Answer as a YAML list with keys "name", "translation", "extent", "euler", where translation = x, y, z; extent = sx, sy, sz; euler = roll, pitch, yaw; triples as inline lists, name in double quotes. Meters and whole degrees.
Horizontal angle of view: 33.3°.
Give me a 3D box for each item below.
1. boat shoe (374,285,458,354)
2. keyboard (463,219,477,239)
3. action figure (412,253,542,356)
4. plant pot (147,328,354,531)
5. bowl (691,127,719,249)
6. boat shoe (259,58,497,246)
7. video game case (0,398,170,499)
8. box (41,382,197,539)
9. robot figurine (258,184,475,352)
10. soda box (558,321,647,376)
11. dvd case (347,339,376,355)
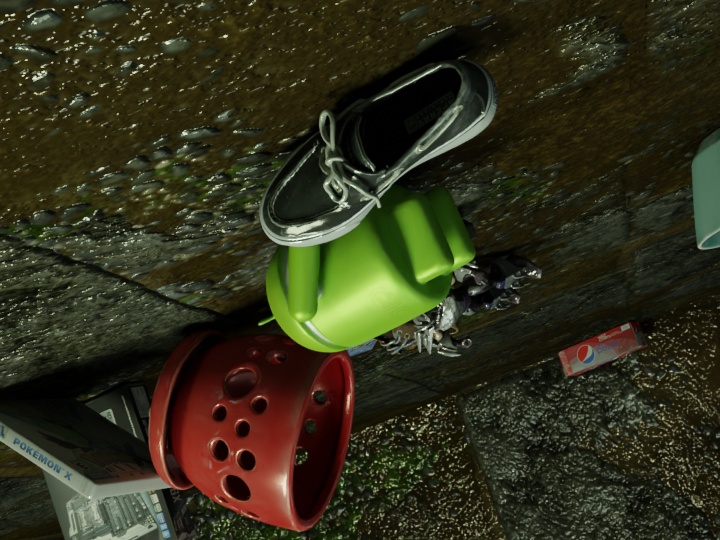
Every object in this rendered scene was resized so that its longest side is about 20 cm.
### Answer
- name: "boat shoe"
  translation: [0.052, 0.063, 1.498]
  extent: [0.198, 0.073, 0.072]
  euler: [-11, 165, -36]
- name: "keyboard"
  translation: [0.021, -0.009, 1.202]
  extent: [0.198, 0.021, 0.127]
  euler: [-21, -166, -1]
- name: "action figure"
  translation: [0.131, 0.034, 1.468]
  extent: [0.199, 0.069, 0.131]
  euler: [-22, 141, -42]
- name: "plant pot"
  translation: [-0.118, 0.165, 1.310]
  extent: [0.180, 0.203, 0.200]
  euler: [10, 177, 19]
- name: "bowl"
  translation: [0.439, -0.111, 1.297]
  extent: [0.198, 0.106, 0.201]
  euler: [-18, 168, -4]
- name: "boat shoe"
  translation: [0.001, -0.078, 0.821]
  extent: [0.198, 0.074, 0.068]
  euler: [-26, 170, 24]
- name: "video game case"
  translation: [-0.305, 0.190, 1.318]
  extent: [0.022, 0.181, 0.200]
  euler: [-64, 159, 4]
- name: "box"
  translation: [-0.306, 0.260, 1.482]
  extent: [0.156, 0.202, 0.050]
  euler: [-23, 171, 20]
- name: "robot figurine"
  translation: [0.000, 0.000, 1.055]
  extent: [0.199, 0.117, 0.175]
  euler: [-28, 177, 33]
- name: "soda box"
  translation: [0.572, 0.186, 2.846]
  extent: [0.199, 0.064, 0.070]
  euler: [-26, 165, 28]
- name: "dvd case"
  translation: [-0.040, 0.103, 1.655]
  extent: [0.141, 0.018, 0.200]
  euler: [-17, 168, -10]
